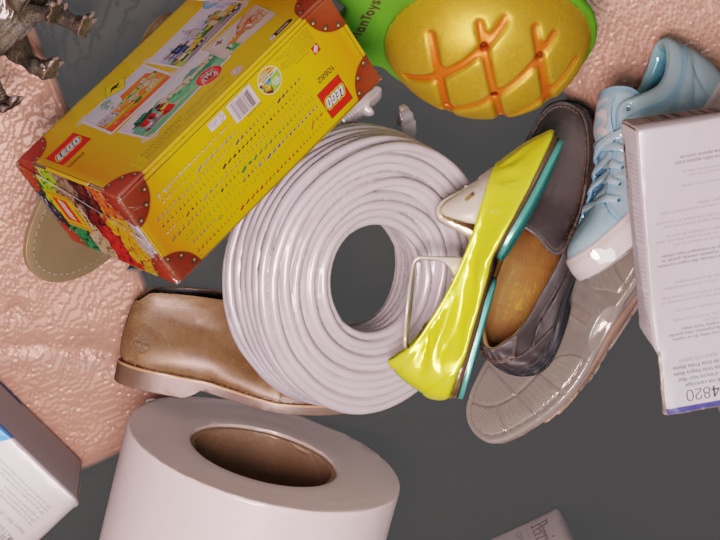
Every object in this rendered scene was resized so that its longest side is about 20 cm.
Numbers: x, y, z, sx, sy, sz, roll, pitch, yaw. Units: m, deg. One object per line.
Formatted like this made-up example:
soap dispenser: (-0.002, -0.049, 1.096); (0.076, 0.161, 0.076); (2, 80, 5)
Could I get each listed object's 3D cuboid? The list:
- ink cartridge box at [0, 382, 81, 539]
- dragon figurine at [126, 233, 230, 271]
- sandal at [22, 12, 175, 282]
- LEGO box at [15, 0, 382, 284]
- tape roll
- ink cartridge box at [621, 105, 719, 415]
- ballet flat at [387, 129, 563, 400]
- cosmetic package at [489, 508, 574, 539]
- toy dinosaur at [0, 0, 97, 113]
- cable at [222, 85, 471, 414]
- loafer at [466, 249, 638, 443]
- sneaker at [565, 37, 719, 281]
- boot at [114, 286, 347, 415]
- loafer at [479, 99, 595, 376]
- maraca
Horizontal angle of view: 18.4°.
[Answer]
ink cartridge box: (-0.322, 0.171, 1.610); (0.200, 0.084, 0.145); (-42, 105, 7)
dragon figurine: (-0.088, -0.076, 1.571); (0.199, 0.059, 0.100); (-24, 104, -2)
sandal: (-0.180, -0.088, 1.564); (0.077, 0.069, 0.213); (37, 79, -36)
LEGO box: (-0.108, -0.099, 1.475); (0.200, 0.149, 0.077); (-46, 123, -17)
tape roll: (-0.084, 0.191, 1.575); (0.201, 0.203, 0.140); (12, 104, -8)
ink cartridge box: (0.282, -0.017, 1.504); (0.198, 0.041, 0.202); (-9, 104, -9)
ballet flat: (0.073, -0.011, 1.514); (0.067, 0.067, 0.201); (22, 92, 5)
cosmetic package: (0.102, 0.313, 1.642); (0.199, 0.167, 0.167); (-25, 106, 2)
toy dinosaur: (-0.251, -0.174, 1.531); (0.102, 0.077, 0.201); (39, 113, 19)
cable: (0.000, 0.000, 1.543); (0.199, 0.069, 0.201); (-37, 119, -24)
loafer: (0.159, 0.049, 1.626); (0.201, 0.072, 0.063); (-53, 147, 11)
sneaker: (0.185, -0.082, 1.560); (0.082, 0.074, 0.200); (40, 61, -7)
boot: (-0.075, 0.060, 1.610); (0.198, 0.074, 0.076); (10, 95, -5)
loafer: (0.127, -0.026, 1.575); (0.072, 0.072, 0.202); (9, 86, 20)
maraca: (0.066, -0.164, 1.526); (0.198, 0.108, 0.137); (7, 142, -19)
